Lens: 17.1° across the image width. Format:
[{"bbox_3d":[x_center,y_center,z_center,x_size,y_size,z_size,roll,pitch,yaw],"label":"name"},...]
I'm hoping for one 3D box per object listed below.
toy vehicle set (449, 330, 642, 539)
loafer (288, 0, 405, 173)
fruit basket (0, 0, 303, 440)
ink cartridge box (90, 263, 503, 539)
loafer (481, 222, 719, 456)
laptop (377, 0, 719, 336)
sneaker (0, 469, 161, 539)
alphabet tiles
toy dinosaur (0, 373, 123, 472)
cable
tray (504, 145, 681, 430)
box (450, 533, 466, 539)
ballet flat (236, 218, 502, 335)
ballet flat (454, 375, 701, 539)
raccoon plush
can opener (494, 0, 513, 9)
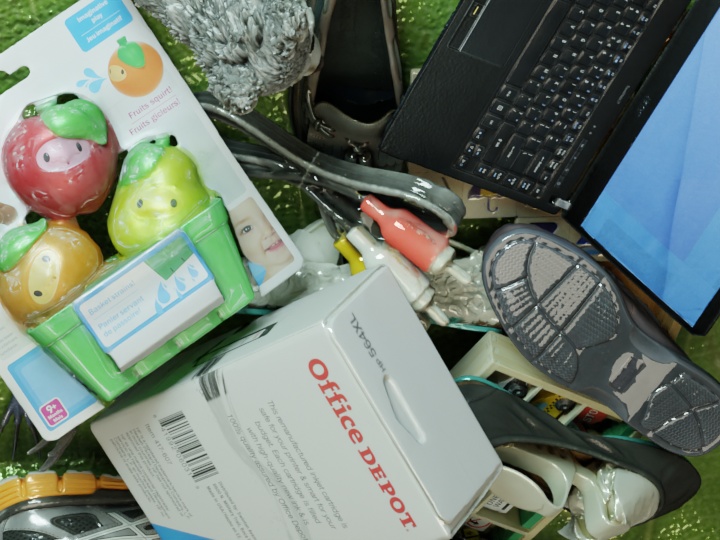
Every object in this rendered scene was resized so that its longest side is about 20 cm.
[{"bbox_3d":[0.078,0.125,1.530,0.124,0.027,0.200,21,132,-24],"label":"toy vehicle set"},{"bbox_3d":[-0.006,-0.110,1.386,0.071,0.063,0.201,-3,122,-3],"label":"loafer"},{"bbox_3d":[-0.158,-0.033,1.366,0.185,0.094,0.201,-34,103,-7],"label":"fruit basket"},{"bbox_3d":[-0.037,0.103,1.408,0.199,0.084,0.147,-23,102,36],"label":"ink cartridge box"},{"bbox_3d":[0.145,0.038,1.459,0.200,0.063,0.072,40,104,-20],"label":"loafer"},{"bbox_3d":[0.142,-0.083,1.344,0.199,0.104,0.178,19,118,-24],"label":"laptop"},{"bbox_3d":[-0.137,0.170,1.518,0.198,0.078,0.078,0,161,-14],"label":"sneaker"},{"bbox_3d":[0.126,-0.077,1.414,0.198,0.008,0.168,-2,123,-5],"label":"alphabet tiles"},{"bbox_3d":[-0.177,0.051,1.459,0.181,0.105,0.201,11,111,-34],"label":"toy dinosaur"},{"bbox_3d":[-0.019,-0.043,1.388,0.199,0.050,0.097,33,144,-5],"label":"cable"},{"bbox_3d":[0.155,0.011,1.497,0.098,0.037,0.201,11,121,-13],"label":"tray"},{"bbox_3d":[0.068,0.306,1.546,0.200,0.050,0.199,43,86,-14],"label":"box"},{"bbox_3d":[0.000,0.000,1.465,0.198,0.072,0.072,5,122,-12],"label":"ballet flat"},{"bbox_3d":[0.126,0.129,1.467,0.199,0.069,0.068,20,134,-24],"label":"ballet flat"},{"bbox_3d":[-0.111,-0.155,1.303,0.199,0.134,0.097,11,122,-13],"label":"raccoon plush"},{"bbox_3d":[0.128,-0.232,1.341,0.066,0.053,0.200,42,112,10],"label":"can opener"}]
